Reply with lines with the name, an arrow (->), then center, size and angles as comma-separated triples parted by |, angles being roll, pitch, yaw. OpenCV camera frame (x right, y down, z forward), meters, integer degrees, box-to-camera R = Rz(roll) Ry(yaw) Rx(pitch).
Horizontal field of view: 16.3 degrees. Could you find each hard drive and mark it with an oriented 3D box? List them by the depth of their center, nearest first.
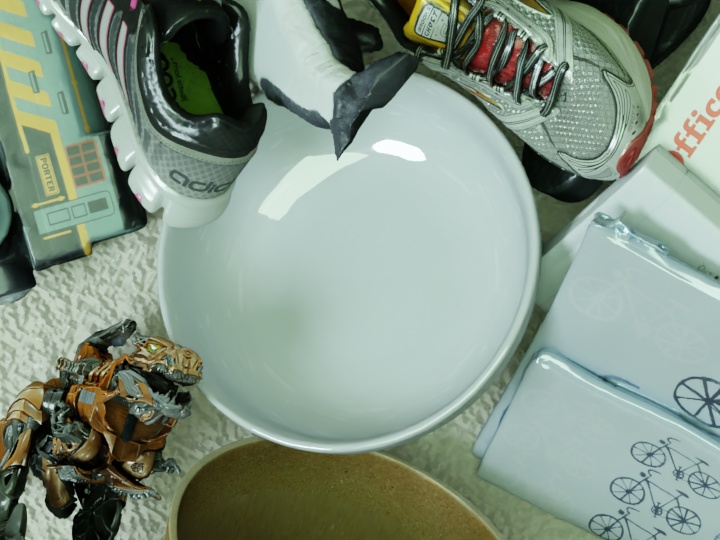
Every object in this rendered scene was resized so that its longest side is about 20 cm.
hard drive -> 0.185, 0.037, 1.251 | 0.200, 0.132, 0.027 | 41, 53, -4

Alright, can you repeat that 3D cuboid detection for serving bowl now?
serving bowl -> 0.000, 0.000, 1.284 | 0.198, 0.066, 0.202 | -4, 73, 15

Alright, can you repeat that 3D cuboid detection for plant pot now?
plant pot -> -0.034, 0.217, 1.266 | 0.185, 0.187, 0.201 | 24, 123, 3

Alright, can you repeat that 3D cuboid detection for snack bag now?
snack bag -> 0.165, 0.080, 1.252 | 0.188, 0.021, 0.201 | 28, 136, 4

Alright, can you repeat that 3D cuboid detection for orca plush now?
orca plush -> -0.015, -0.125, 1.251 | 0.071, 0.200, 0.106 | -3, 109, -27

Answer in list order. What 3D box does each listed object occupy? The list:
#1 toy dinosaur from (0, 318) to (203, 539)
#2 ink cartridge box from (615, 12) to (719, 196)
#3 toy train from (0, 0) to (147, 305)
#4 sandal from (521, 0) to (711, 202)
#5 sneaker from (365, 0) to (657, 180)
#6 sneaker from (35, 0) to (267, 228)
toy dinosaur -> -0.146, 0.100, 1.286 | 0.101, 0.200, 0.137 | 10, 63, -17
ink cartridge box -> 0.246, -0.051, 1.260 | 0.199, 0.084, 0.145 | 35, 98, 2
toy train -> -0.184, -0.087, 1.305 | 0.113, 0.085, 0.202 | -15, 90, -7
sandal -> 0.141, -0.129, 1.280 | 0.048, 0.075, 0.202 | 19, 97, -33
sneaker -> 0.063, -0.110, 1.238 | 0.200, 0.082, 0.078 | 42, 119, 30
sneaker -> -0.101, -0.126, 1.252 | 0.087, 0.073, 0.201 | -38, 72, 47
